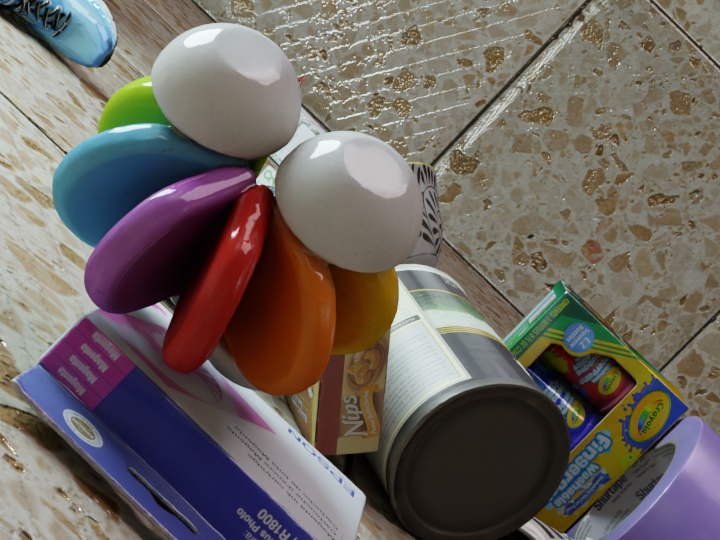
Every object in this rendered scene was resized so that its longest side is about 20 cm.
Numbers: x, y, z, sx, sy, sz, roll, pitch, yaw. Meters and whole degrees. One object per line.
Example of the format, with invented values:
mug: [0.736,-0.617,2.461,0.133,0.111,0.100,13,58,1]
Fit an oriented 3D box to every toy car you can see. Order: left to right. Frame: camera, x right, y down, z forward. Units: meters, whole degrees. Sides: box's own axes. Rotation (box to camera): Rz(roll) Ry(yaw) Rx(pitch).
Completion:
toy car: [-0.080,-0.016,0.815,0.200,0.175,0.150,43,44,8]

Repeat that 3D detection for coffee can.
coffee can: [0.060,0.103,1.220,0.146,0.146,0.200,39,9,-32]

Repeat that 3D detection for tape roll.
tape roll: [0.274,0.236,1.415,0.085,0.200,0.200,43,8,-1]

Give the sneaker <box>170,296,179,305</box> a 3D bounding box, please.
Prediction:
sneaker: [-0.140,-0.029,1.168,0.200,0.078,0.086,43,4,-11]

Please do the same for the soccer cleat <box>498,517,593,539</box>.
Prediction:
soccer cleat: [0.152,0.245,1.266,0.200,0.069,0.085,39,20,-23]

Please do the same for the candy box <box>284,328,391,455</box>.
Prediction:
candy box: [-0.034,0.041,1.173,0.055,0.116,0.200,-4,27,-17]

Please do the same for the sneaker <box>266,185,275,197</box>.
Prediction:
sneaker: [-0.056,0.004,1.495,0.200,0.075,0.087,53,1,20]

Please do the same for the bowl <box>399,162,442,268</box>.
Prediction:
bowl: [0.000,0.000,1.338,0.094,0.201,0.201,61,12,16]

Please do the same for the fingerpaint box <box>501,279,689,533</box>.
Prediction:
fingerpaint box: [0.188,0.140,1.483,0.167,0.200,0.073,44,9,-4]

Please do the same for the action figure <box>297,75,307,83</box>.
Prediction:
action figure: [-0.127,-0.291,2.577,0.065,0.099,0.200,40,6,-35]

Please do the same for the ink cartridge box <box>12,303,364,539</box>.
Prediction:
ink cartridge box: [-0.084,0.098,0.847,0.196,0.043,0.200,44,6,-3]

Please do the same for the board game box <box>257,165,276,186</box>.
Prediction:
board game box: [-0.040,-0.038,1.881,0.200,0.035,0.126,48,9,29]

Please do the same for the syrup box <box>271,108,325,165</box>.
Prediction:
syrup box: [-0.111,-0.207,2.252,0.200,0.079,0.081,46,8,16]

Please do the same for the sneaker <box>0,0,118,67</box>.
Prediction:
sneaker: [-0.338,-0.273,1.547,0.200,0.078,0.090,40,27,-5]
